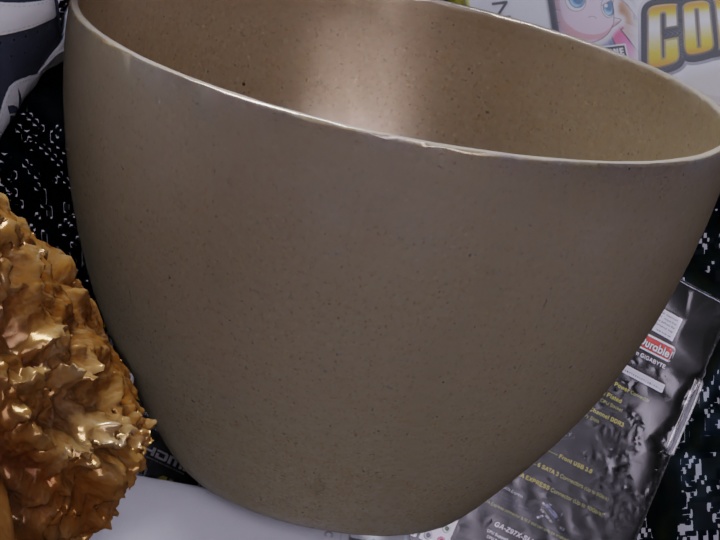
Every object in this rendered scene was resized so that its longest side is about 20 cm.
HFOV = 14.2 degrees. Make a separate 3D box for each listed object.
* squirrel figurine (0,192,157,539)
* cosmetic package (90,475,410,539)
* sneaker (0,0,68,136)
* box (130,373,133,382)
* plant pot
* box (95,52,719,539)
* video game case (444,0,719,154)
[{"bbox_3d":[-0.106,0.068,0.722,0.186,0.141,0.201,36,57,-23],"label":"squirrel figurine"},{"bbox_3d":[-0.096,0.168,0.840,0.199,0.123,0.200,11,51,-5],"label":"cosmetic package"},{"bbox_3d":[-0.165,-0.125,0.920,0.129,0.080,0.199,-38,83,-28],"label":"sneaker"},{"bbox_3d":[-0.155,0.004,0.873,0.199,0.039,0.041,32,42,24],"label":"box"},{"bbox_3d":[0.000,0.000,0.863,0.199,0.200,0.135,8,106,-15],"label":"plant pot"},{"bbox_3d":[0.006,0.043,0.972,0.199,0.049,0.160,26,79,-13],"label":"box"},{"bbox_3d":[0.116,-0.135,0.999,0.199,0.026,0.182,-8,79,-17],"label":"video game case"}]
